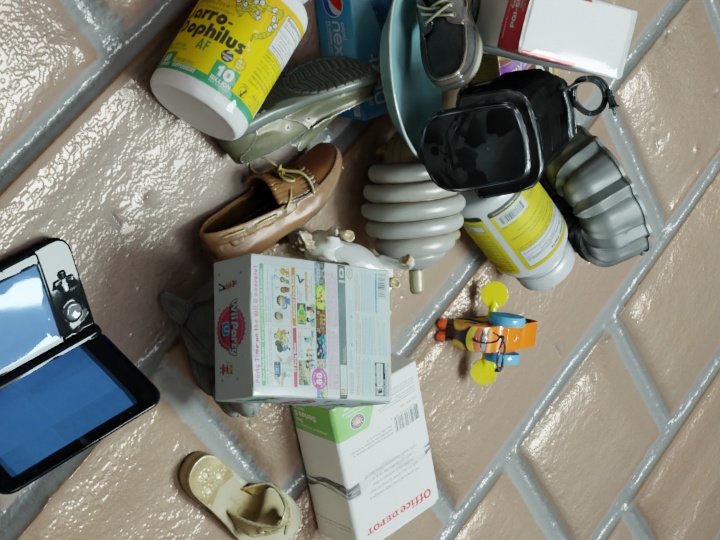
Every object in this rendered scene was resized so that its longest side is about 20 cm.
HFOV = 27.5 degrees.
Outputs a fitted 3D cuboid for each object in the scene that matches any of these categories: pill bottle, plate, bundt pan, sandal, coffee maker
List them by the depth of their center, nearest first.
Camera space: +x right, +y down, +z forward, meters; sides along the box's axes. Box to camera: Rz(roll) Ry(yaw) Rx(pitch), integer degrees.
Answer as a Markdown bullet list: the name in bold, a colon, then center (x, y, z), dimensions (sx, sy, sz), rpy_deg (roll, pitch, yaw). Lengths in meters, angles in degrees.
- **pill bottle**: center (-0.125, -0.247, 1.544), dimensions (0.113, 0.113, 0.200), rpy_deg (43, 71, -41)
- **plate**: center (0.054, -0.223, 1.673), dimensions (0.200, 0.026, 0.200), rpy_deg (-4, 90, -72)
- **coffee maker**: center (0.178, -0.170, 1.692), dimensions (0.135, 0.192, 0.200), rpy_deg (55, 21, -4)
- **sandal**: center (-0.120, 0.278, 1.707), dimensions (0.212, 0.070, 0.078), rpy_deg (41, 72, -42)
- **pill bottle**: center (0.197, -0.064, 1.900), dimensions (0.112, 0.112, 0.200), rpy_deg (-57, 132, -18)
- **bundt pan**: center (0.296, -0.089, 1.945), dimensions (0.076, 0.202, 0.202), rpy_deg (-31, 123, -8)

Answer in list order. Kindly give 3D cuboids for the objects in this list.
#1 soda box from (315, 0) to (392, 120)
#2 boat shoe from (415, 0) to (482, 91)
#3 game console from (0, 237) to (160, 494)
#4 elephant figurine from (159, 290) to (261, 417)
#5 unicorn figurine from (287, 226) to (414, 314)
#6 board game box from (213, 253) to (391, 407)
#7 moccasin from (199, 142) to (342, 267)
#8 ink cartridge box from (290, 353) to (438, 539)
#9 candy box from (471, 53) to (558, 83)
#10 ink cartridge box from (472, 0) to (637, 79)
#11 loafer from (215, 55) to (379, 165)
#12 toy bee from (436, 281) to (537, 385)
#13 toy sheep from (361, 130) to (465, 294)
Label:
- **soda box**: center (-0.004, -0.278, 1.688), dimensions (0.068, 0.064, 0.200), rpy_deg (-22, 116, -39)
- **boat shoe**: center (0.089, -0.291, 1.667), dimensions (0.073, 0.074, 0.200), rpy_deg (46, 33, -47)
- **game console**: center (-0.320, 0.088, 1.434), dimensions (0.200, 0.118, 0.171), rpy_deg (-32, 121, -35)
- **elephant figurine**: center (-0.092, 0.063, 1.643), dimensions (0.200, 0.141, 0.155), rpy_deg (-35, 137, -26)
- **unicorn figurine**: center (0.000, 0.000, 1.719), dimensions (0.200, 0.137, 0.074), rpy_deg (41, 73, -17)
- **board game box**: center (-0.058, 0.067, 1.554), dimensions (0.200, 0.064, 0.148), rpy_deg (8, 76, -45)
- **moccasin**: center (-0.100, -0.082, 1.643), dimensions (0.201, 0.074, 0.078), rpy_deg (-37, 132, -20)
- **ink cartridge box**: center (0.007, 0.218, 1.806), dimensions (0.145, 0.084, 0.200), rpy_deg (-27, 118, -36)
- **candy box**: center (0.198, -0.265, 1.891), dimensions (0.117, 0.056, 0.200), rpy_deg (-25, 118, -38)
- **ink cartridge box**: center (0.202, -0.287, 1.724), dimensions (0.147, 0.200, 0.083), rpy_deg (10, 98, -28)
- **loafer**: center (-0.071, -0.176, 1.629), dimensions (0.200, 0.075, 0.070), rpy_deg (-23, 132, -13)
- **toy bee**: center (0.160, 0.076, 1.923), dimensions (0.200, 0.109, 0.131), rpy_deg (46, 57, -67)
- **toy sheep**: center (0.065, -0.071, 1.761), dimensions (0.138, 0.138, 0.200), rpy_deg (-15, 99, -41)
